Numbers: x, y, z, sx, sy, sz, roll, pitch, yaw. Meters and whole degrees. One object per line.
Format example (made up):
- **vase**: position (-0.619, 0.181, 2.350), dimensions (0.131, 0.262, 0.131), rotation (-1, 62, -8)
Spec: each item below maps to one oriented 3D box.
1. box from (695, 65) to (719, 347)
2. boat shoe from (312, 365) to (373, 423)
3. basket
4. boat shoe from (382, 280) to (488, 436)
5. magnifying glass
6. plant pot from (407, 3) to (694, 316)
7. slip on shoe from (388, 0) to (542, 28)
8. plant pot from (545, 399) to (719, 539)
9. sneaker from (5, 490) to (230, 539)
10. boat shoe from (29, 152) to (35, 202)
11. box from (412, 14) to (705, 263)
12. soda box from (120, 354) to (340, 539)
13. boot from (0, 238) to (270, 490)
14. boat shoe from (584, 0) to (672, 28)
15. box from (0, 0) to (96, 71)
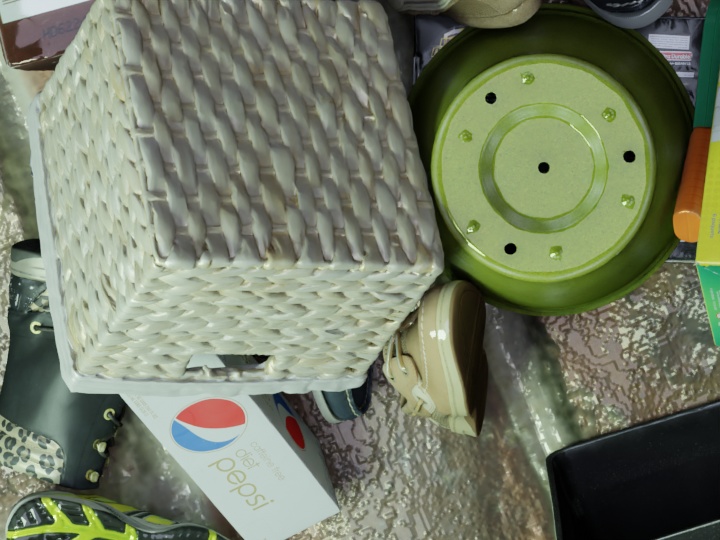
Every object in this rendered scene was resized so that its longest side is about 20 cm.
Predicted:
- **box**: position (0.240, -0.067, 1.391), dimensions (0.048, 0.118, 0.202), rotation (1, 64, 16)
- **boat shoe**: position (0.000, 0.000, 1.524), dimensions (0.061, 0.075, 0.202), rotation (0, 86, 16)
- **basket**: position (-0.075, -0.048, 1.352), dimensions (0.197, 0.161, 0.202), rotation (1, 61, -26)
- **boat shoe**: position (0.044, 0.059, 1.463), dimensions (0.064, 0.200, 0.072), rotation (7, 68, 8)
- **magnifying glass**: position (0.216, -0.093, 1.418), dimensions (0.022, 0.201, 0.080), rotation (3, 134, 19)
- **plant pot**: position (0.111, -0.064, 1.398), dimensions (0.198, 0.193, 0.202), rotation (0, 94, 6)
- **slip on shoe**: position (0.067, -0.180, 1.440), dimensions (0.061, 0.200, 0.076), rotation (45, 82, -10)
- **plant pot**: position (0.242, 0.199, 1.465), dimensions (0.198, 0.200, 0.179), rotation (-18, 104, 7)
- **sneaker**: position (-0.143, 0.191, 1.555), dimensions (0.199, 0.076, 0.076), rotation (26, 94, -16)
- **boat shoe**: position (-0.126, -0.045, 1.527), dimensions (0.198, 0.073, 0.066), rotation (10, 109, 25)
- **box**: position (0.132, -0.087, 1.514), dimensions (0.198, 0.049, 0.161), rotation (1, 92, 5)
- **soda box**: position (-0.088, 0.095, 1.484), dimensions (0.068, 0.064, 0.200), rotation (-27, 134, 8)
- **boot**: position (-0.150, 0.073, 1.546), dimensions (0.202, 0.073, 0.155), rotation (15, 100, 4)
- **boat shoe**: position (0.120, -0.230, 1.456), dimensions (0.200, 0.060, 0.076), rotation (37, 84, 32)
- **box**: position (-0.145, -0.224, 1.452), dimensions (0.163, 0.200, 0.167), rotation (-15, 94, 7)
